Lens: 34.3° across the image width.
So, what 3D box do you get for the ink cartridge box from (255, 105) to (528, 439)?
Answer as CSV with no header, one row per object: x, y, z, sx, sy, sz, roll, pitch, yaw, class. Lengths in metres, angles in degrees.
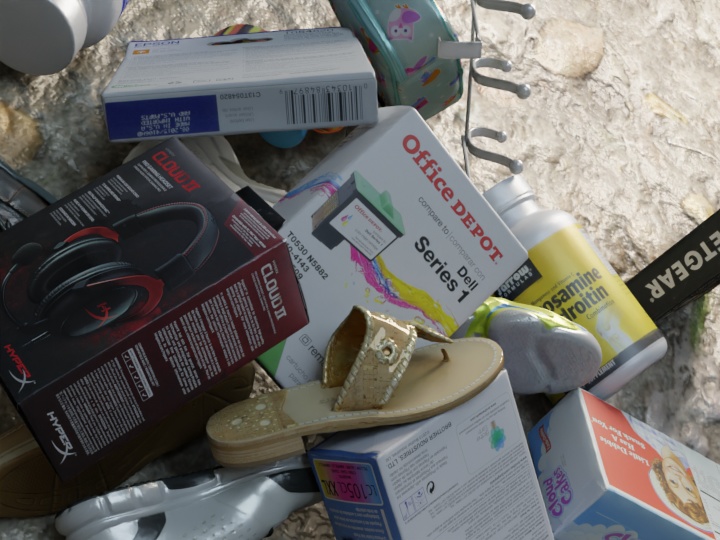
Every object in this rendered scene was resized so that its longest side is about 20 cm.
0.000,0.000,0.842,0.200,0.084,0.145,-43,105,-9,ink cartridge box

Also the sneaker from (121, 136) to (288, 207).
-0.107,-0.031,0.903,0.199,0.078,0.099,39,50,9,sneaker

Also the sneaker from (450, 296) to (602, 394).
0.097,0.037,0.951,0.197,0.077,0.106,11,31,0,sneaker

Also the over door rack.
0.106,-0.142,0.965,0.066,0.150,0.200,6,27,12,over door rack

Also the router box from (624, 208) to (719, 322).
0.354,-0.027,1.123,0.148,0.200,0.051,-21,72,-43,router box

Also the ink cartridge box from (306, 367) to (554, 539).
0.060,0.186,0.796,0.136,0.076,0.203,-27,103,-38,ink cartridge box

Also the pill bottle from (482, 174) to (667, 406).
0.167,0.021,1.018,0.111,0.112,0.201,-23,72,-43,pill bottle

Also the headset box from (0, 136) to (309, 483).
-0.138,0.011,0.722,0.199,0.076,0.148,-32,46,-18,headset box

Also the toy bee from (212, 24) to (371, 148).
-0.041,-0.163,1.016,0.198,0.109,0.132,18,47,-23,toy bee

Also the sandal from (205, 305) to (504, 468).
-0.003,0.059,0.755,0.209,0.071,0.078,-18,26,-14,sandal

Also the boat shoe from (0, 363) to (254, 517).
-0.166,0.093,0.765,0.198,0.074,0.069,-22,50,-36,boat shoe

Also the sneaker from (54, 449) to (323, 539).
-0.097,0.170,0.759,0.198,0.074,0.081,-10,74,-34,sneaker

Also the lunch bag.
0.024,-0.225,1.062,0.077,0.200,0.162,-33,76,0,lunch bag

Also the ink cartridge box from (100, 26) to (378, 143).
-0.091,-0.146,0.901,0.196,0.041,0.200,-5,22,-3,ink cartridge box

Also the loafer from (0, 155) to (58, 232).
-0.252,-0.037,0.808,0.200,0.072,0.063,44,65,-2,loafer

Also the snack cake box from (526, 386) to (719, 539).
0.236,0.190,0.938,0.198,0.067,0.116,29,31,-21,snack cake box

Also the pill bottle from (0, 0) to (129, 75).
-0.234,-0.251,0.943,0.111,0.112,0.202,28,45,-14,pill bottle
